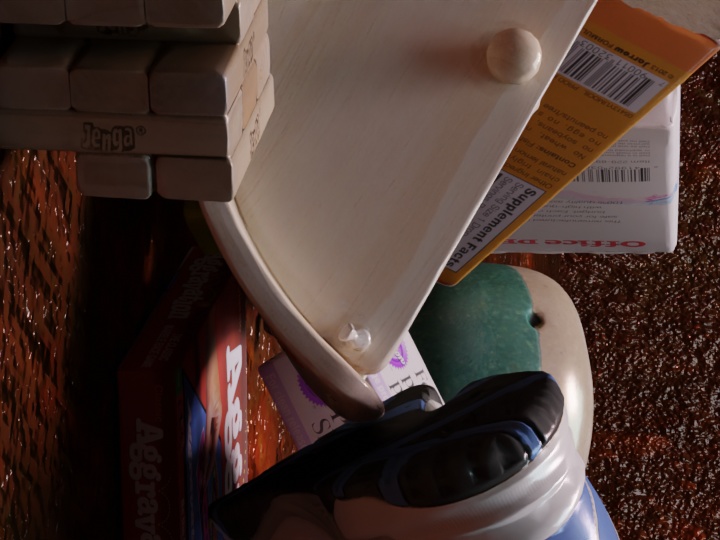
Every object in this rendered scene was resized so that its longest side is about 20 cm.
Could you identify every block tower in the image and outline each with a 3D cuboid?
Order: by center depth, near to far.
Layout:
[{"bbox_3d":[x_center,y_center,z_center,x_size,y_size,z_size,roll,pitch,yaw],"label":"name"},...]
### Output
[{"bbox_3d":[-0.051,-0.116,0.519,0.058,0.054,0.201,-74,164,-63],"label":"block tower"}]

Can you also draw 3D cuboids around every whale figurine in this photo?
[{"bbox_3d":[0.032,0.084,1.166,0.200,0.103,0.160,118,-27,-45],"label":"whale figurine"}]

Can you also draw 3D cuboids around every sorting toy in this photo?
[{"bbox_3d":[0.007,-0.056,0.729,0.201,0.106,0.180,-60,173,-11],"label":"sorting toy"}]

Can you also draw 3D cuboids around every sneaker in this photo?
[{"bbox_3d":[0.015,0.077,0.669,0.077,0.076,0.200,60,-13,-5],"label":"sneaker"}]

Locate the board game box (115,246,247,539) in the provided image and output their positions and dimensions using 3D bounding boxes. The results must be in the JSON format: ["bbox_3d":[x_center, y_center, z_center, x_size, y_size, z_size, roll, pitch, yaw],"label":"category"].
[{"bbox_3d":[-0.050,0.104,0.747,0.103,0.019,0.201,-71,163,-69],"label":"board game box"}]

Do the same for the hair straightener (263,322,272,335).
[{"bbox_3d":[0.000,0.000,0.891,0.077,0.041,0.200,-59,-172,0],"label":"hair straightener"}]

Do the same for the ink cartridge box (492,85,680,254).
[{"bbox_3d":[0.091,-0.077,1.279,0.200,0.144,0.088,70,23,-70],"label":"ink cartridge box"}]

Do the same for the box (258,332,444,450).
[{"bbox_3d":[0.032,0.109,0.816,0.039,0.041,0.201,-23,87,-60],"label":"box"}]

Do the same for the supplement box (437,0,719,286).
[{"bbox_3d":[0.067,-0.075,1.026,0.200,0.069,0.067,-40,-149,45],"label":"supplement box"}]

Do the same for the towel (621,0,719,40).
[{"bbox_3d":[0.046,-0.154,0.768,0.034,0.199,0.133,-45,148,-28],"label":"towel"}]
